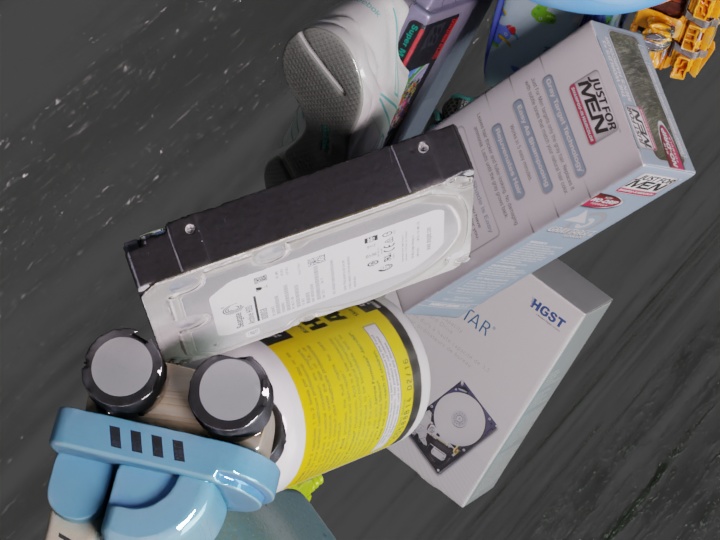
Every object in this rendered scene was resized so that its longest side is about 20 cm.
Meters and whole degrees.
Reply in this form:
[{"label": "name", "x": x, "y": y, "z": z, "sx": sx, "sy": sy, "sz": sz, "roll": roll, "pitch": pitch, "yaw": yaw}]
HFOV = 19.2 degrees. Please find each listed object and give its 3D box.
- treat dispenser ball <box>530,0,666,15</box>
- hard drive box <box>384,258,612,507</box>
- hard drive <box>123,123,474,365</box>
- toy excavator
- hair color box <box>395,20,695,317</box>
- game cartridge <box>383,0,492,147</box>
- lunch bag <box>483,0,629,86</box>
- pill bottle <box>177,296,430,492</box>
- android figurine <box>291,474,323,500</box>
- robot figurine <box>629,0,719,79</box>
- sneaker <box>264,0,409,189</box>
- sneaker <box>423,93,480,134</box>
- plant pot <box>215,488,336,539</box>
[{"label": "treat dispenser ball", "x": 0.126, "y": -0.232, "z": 1.085, "sx": 0.201, "sy": 0.200, "sz": 0.201, "roll": -49, "pitch": 165, "yaw": -18}, {"label": "hard drive box", "x": 0.086, "y": 0.064, "z": 1.748, "sx": 0.201, "sy": 0.155, "sz": 0.077, "roll": -60, "pitch": 164, "yaw": 20}, {"label": "hard drive", "x": -0.031, "y": -0.010, "z": 1.229, "sx": 0.199, "sy": 0.038, "sz": 0.140, "roll": -19, "pitch": 159, "yaw": -6}, {"label": "toy excavator", "x": -0.150, "y": 0.141, "z": 1.220, "sx": 0.100, "sy": 0.193, "sz": 0.201, "roll": 83, "pitch": 19, "yaw": -69}, {"label": "hair color box", "x": 0.099, "y": -0.058, "z": 1.312, "sx": 0.200, "sy": 0.100, "sz": 0.060, "roll": -33, "pitch": 156, "yaw": 35}, {"label": "game cartridge", "x": 0.029, "y": -0.124, "z": 1.375, "sx": 0.201, "sy": 0.038, "sz": 0.130, "roll": -61, "pitch": 169, "yaw": 27}, {"label": "lunch bag", "x": 0.146, "y": -0.209, "z": 1.375, "sx": 0.161, "sy": 0.082, "sz": 0.201, "roll": 105, "pitch": 8, "yaw": -48}, {"label": "pill bottle", "x": -0.054, "y": 0.086, "z": 1.399, "sx": 0.199, "sy": 0.111, "sz": 0.112, "roll": -18, "pitch": 144, "yaw": -47}, {"label": "android figurine", "x": -0.100, "y": 0.234, "z": 1.781, "sx": 0.200, "sy": 0.041, "sz": 0.183, "roll": -37, "pitch": 158, "yaw": -46}, {"label": "robot figurine", "x": 0.224, "y": -0.210, "z": 1.392, "sx": 0.145, "sy": 0.058, "sz": 0.201, "roll": 102, "pitch": 10, "yaw": -52}, {"label": "sneaker", "x": -0.006, "y": -0.089, "z": 1.265, "sx": 0.080, "sy": 0.070, "sz": 0.201, "roll": -48, "pitch": 164, "yaw": -33}, {"label": "sneaker", "x": 0.060, "y": -0.073, "z": 1.489, "sx": 0.200, "sy": 0.077, "sz": 0.092, "roll": -63, "pitch": 159, "yaw": -72}, {"label": "plant pot", "x": -0.097, "y": 0.274, "z": 1.536, "sx": 0.196, "sy": 0.197, "sz": 0.200, "roll": -41, "pitch": 156, "yaw": 4}]
